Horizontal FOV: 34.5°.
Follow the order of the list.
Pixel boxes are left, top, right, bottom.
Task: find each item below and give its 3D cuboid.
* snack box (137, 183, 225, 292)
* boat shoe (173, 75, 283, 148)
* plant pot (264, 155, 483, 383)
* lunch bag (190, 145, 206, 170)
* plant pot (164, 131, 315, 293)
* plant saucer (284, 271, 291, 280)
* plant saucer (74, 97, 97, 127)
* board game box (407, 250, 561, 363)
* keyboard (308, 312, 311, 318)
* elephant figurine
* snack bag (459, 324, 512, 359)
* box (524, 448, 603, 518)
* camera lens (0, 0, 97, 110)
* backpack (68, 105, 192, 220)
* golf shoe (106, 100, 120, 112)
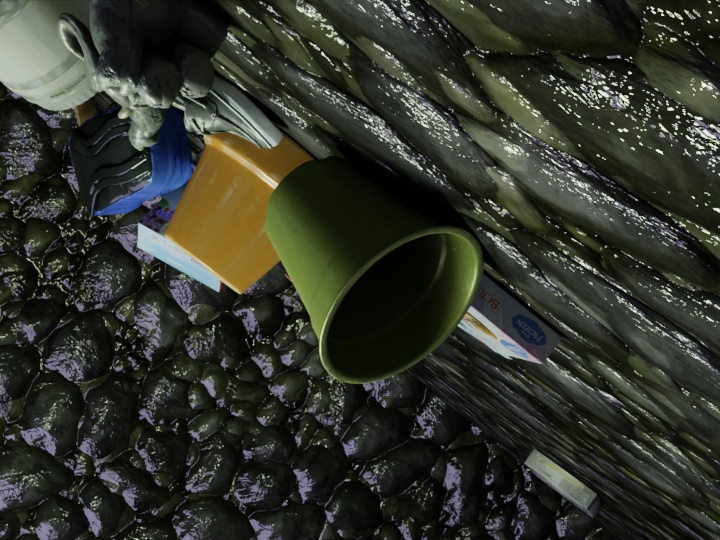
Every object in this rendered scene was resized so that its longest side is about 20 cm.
[{"bbox_3d":[-0.252,-0.082,1.958,0.168,0.200,0.068,27,137,10],"label":"snack box"},{"bbox_3d":[-0.181,-0.191,1.372,0.199,0.071,0.072,35,174,19],"label":"boat shoe"},{"bbox_3d":[-0.005,-0.018,1.219,0.190,0.200,0.200,48,-178,37],"label":"plant pot"},{"bbox_3d":[-0.179,-0.128,1.870,0.200,0.076,0.160,39,176,-5],"label":"lunch bag"},{"bbox_3d":[-0.147,-0.080,1.479,0.200,0.184,0.200,37,174,4],"label":"plant pot"},{"bbox_3d":[-0.001,0.028,1.836,0.199,0.037,0.200,37,-157,7],"label":"plant saucer"},{"bbox_3d":[-0.489,-0.317,2.036,0.200,0.035,0.202,168,90,-78],"label":"plant saucer"},{"bbox_3d":[0.124,0.030,1.384,0.199,0.041,0.200,39,175,-6],"label":"board game box"},{"bbox_3d":[-0.042,0.068,1.796,0.104,0.040,0.200,6,-145,-49],"label":"keyboard"},{"bbox_3d":[-0.224,-0.211,1.119,0.140,0.157,0.200,16,176,-27],"label":"elephant figurine"},{"bbox_3d":[0.124,0.045,1.616,0.188,0.021,0.200,35,174,24],"label":"snack bag"},{"bbox_3d":[0.525,0.549,2.993,0.199,0.048,0.158,35,173,26],"label":"box"},{"bbox_3d":[-0.397,-0.303,1.376,0.160,0.160,0.200,34,173,34],"label":"camera lens"},{"bbox_3d":[-0.361,-0.194,1.901,0.199,0.167,0.164,-20,88,44],"label":"backpack"},{"bbox_3d":[-0.403,-0.281,2.012,0.077,0.089,0.199,17,159,-29],"label":"golf shoe"}]
